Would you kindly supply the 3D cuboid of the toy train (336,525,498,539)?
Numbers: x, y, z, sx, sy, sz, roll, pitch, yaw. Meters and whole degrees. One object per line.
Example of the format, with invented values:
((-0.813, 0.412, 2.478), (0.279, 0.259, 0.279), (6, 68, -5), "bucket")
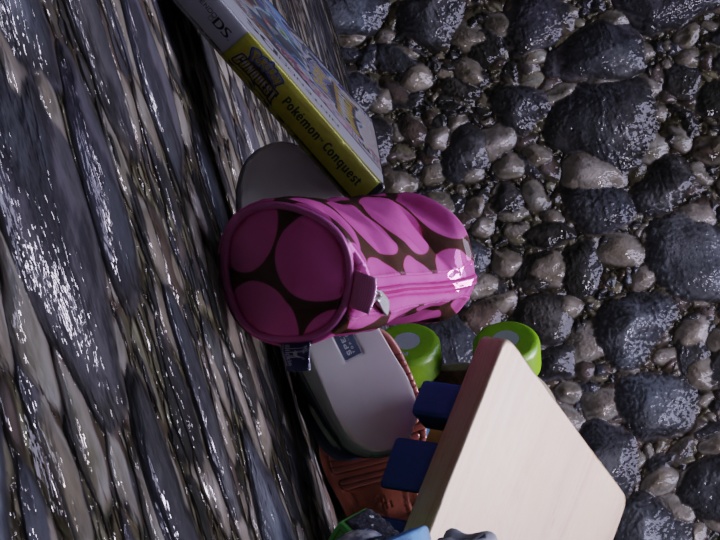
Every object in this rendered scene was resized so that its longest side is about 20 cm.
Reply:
((0.047, 0.221, 1.309), (0.087, 0.114, 0.201), (1, 73, -75), "toy train")

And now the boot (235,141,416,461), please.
((-0.033, 0.024, 1.595), (0.200, 0.073, 0.090), (70, -19, 3), "boot")

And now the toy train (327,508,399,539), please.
((0.055, 0.201, 1.367), (0.200, 0.056, 0.042), (40, 28, 17), "toy train")

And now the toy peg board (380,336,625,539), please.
((0.052, 0.170, 1.563), (0.199, 0.098, 0.200), (51, 53, -46), "toy peg board")

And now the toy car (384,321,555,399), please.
((0.076, 0.165, 2.053), (0.200, 0.157, 0.165), (-83, 170, -53), "toy car")

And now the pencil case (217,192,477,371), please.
((0.000, 0.000, 1.454), (0.200, 0.093, 0.091), (-13, 106, -67), "pencil case")

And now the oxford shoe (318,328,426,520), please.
((0.007, 0.119, 1.704), (0.074, 0.071, 0.200), (-108, -169, -64), "oxford shoe")

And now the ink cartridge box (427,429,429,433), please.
((0.064, 0.202, 1.784), (0.200, 0.068, 0.115), (-104, -151, -45), "ink cartridge box")

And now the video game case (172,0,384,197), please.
((-0.054, -0.133, 1.613), (0.181, 0.025, 0.200), (48, 9, -12), "video game case")
